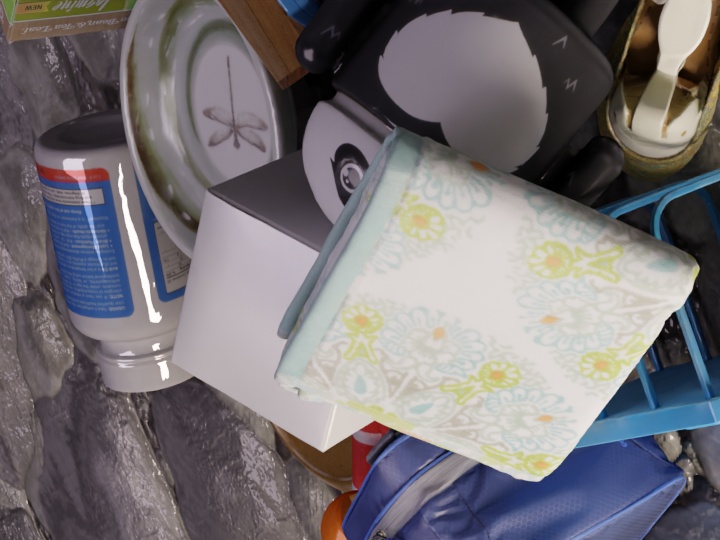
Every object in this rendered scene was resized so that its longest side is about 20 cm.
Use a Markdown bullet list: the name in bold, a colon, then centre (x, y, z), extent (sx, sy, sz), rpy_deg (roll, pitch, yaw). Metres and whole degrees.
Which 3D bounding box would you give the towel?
- **towel**: centre (0.058, 0.023, 1.254), extent (0.170, 0.048, 0.200), rpy_deg (20, 139, -9)

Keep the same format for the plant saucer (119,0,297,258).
- **plant saucer**: centre (-0.091, -0.102, 1.593), extent (0.200, 0.050, 0.201), rpy_deg (27, 124, 49)

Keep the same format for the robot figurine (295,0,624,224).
- **robot figurine**: centre (0.057, -0.095, 1.296), extent (0.150, 0.200, 0.125), rpy_deg (39, 180, 39)

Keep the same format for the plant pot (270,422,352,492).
- **plant pot**: centre (-0.027, 0.078, 1.754), extent (0.200, 0.027, 0.201), rpy_deg (33, 135, 41)

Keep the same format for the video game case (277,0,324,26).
- **video game case**: centre (-0.052, -0.196, 1.447), extent (0.144, 0.018, 0.200), rpy_deg (57, -173, 11)

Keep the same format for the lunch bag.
- **lunch bag**: centre (0.082, 0.139, 1.477), extent (0.133, 0.199, 0.136), rpy_deg (53, 148, 18)

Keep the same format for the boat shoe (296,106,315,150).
- **boat shoe**: centre (0.019, -0.031, 1.577), extent (0.200, 0.072, 0.071), rpy_deg (42, 136, 29)

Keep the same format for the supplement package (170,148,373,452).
- **supplement package**: centre (0.000, 0.000, 1.430), extent (0.119, 0.200, 0.122), rpy_deg (28, 121, 25)

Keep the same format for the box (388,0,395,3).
- **box**: centre (0.044, -0.249, 1.341), extent (0.115, 0.131, 0.201), rpy_deg (-122, 29, -43)

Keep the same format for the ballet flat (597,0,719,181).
- **ballet flat**: centre (0.169, -0.114, 1.309), extent (0.071, 0.070, 0.201), rpy_deg (45, 140, 29)

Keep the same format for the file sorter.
- **file sorter**: centre (0.166, 0.019, 1.344), extent (0.200, 0.138, 0.123), rpy_deg (-17, 93, 57)

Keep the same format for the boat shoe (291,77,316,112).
- **boat shoe**: centre (-0.071, -0.115, 1.666), extent (0.057, 0.068, 0.201), rpy_deg (1, 105, 59)

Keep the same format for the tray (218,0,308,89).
- **tray**: centre (-0.059, -0.175, 1.511), extent (0.099, 0.037, 0.200), rpy_deg (54, -173, -9)

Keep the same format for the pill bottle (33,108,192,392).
- **pill bottle**: centre (-0.177, -0.014, 1.832), extent (0.112, 0.112, 0.201), rpy_deg (16, 122, 50)

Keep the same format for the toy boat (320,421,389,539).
- **toy boat**: centre (0.027, 0.155, 1.621), extent (0.130, 0.130, 0.201), rpy_deg (25, 130, 37)

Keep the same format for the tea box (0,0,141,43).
- **tea box**: centre (-0.188, -0.293, 1.604), extent (0.197, 0.133, 0.201), rpy_deg (112, 142, -54)
